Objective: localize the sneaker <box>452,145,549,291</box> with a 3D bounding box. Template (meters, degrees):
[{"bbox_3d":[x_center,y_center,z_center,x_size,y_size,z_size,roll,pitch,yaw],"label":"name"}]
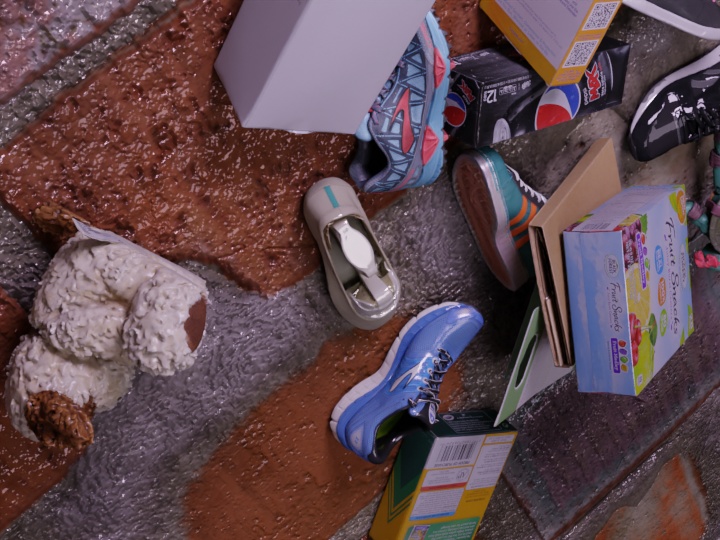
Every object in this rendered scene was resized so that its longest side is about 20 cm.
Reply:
[{"bbox_3d":[0.150,-0.066,1.144,0.080,0.071,0.200,-39,142,-11],"label":"sneaker"}]

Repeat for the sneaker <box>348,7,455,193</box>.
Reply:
[{"bbox_3d":[0.024,-0.148,0.986,0.095,0.079,0.200,-21,128,-22],"label":"sneaker"}]

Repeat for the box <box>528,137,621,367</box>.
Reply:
[{"bbox_3d":[0.230,-0.022,1.173,0.200,0.021,0.164,-46,128,-45],"label":"box"}]

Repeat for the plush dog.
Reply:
[{"bbox_3d":[-0.219,0.056,0.897,0.160,0.200,0.172,29,89,-11],"label":"plush dog"}]

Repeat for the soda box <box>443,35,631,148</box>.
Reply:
[{"bbox_3d":[0.159,-0.173,1.061,0.200,0.071,0.063,-20,127,-33],"label":"soda box"}]

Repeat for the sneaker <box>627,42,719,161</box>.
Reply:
[{"bbox_3d":[0.378,-0.179,1.222,0.200,0.088,0.076,-39,134,-10],"label":"sneaker"}]

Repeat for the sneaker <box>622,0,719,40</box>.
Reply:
[{"bbox_3d":[0.316,-0.292,1.113,0.200,0.071,0.099,10,116,-36],"label":"sneaker"}]

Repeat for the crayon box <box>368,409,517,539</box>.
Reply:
[{"bbox_3d":[0.089,0.258,1.318,0.126,0.052,0.200,2,116,-37],"label":"crayon box"}]

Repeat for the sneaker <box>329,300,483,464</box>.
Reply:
[{"bbox_3d":[0.063,0.120,1.181,0.200,0.089,0.079,-50,136,1],"label":"sneaker"}]

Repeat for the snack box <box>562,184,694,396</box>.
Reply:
[{"bbox_3d":[0.279,0.014,1.169,0.200,0.068,0.169,-30,116,-54],"label":"snack box"}]

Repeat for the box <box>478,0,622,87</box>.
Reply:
[{"bbox_3d":[0.178,-0.269,0.954,0.041,0.119,0.200,-10,143,-33],"label":"box"}]

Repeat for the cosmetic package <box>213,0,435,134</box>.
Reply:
[{"bbox_3d":[-0.020,-0.201,0.872,0.113,0.081,0.200,0,141,-37],"label":"cosmetic package"}]

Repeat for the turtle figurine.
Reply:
[{"bbox_3d":[0.416,-0.075,1.318,0.149,0.101,0.200,0,112,-37],"label":"turtle figurine"}]

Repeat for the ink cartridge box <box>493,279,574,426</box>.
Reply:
[{"bbox_3d":[0.192,0.067,1.226,0.200,0.048,0.146,-21,132,-52],"label":"ink cartridge box"}]

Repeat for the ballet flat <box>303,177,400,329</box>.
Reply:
[{"bbox_3d":[0.000,0.000,1.073,0.069,0.069,0.200,-38,134,-11],"label":"ballet flat"}]
